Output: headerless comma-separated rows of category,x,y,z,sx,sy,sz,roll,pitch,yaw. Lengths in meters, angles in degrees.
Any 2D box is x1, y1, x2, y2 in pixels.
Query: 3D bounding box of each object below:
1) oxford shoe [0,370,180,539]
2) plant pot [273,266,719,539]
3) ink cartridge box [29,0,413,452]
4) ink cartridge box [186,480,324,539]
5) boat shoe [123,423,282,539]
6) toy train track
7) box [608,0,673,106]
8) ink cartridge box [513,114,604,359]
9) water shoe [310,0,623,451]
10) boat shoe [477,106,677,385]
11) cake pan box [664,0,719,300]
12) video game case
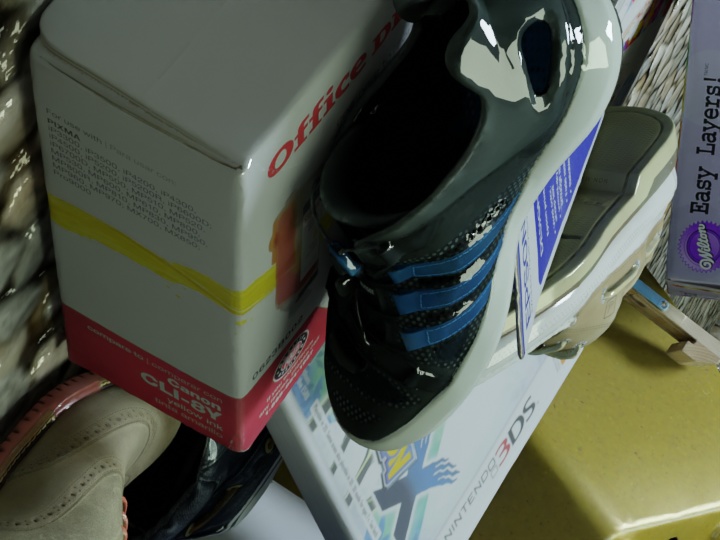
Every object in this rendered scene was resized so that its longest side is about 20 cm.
oxford shoe,-0.112,0.101,0.788,0.200,0.075,0.071,-44,159,-51
plant pot,0.093,0.111,1.160,0.195,0.200,0.194,-7,132,-40
ink cartridge box,-0.036,-0.049,0.741,0.145,0.083,0.200,-54,165,-26
ink cartridge box,-0.098,0.204,1.041,0.200,0.084,0.145,-63,165,13
boat shoe,-0.046,0.034,0.906,0.201,0.071,0.091,-64,165,13
toy train track,0.103,-0.006,1.112,0.033,0.200,0.115,-55,-173,-13
box,0.134,-0.158,1.056,0.200,0.041,0.156,-64,167,19
ink cartridge box,0.056,-0.102,0.822,0.200,0.047,0.198,-62,151,-55
water shoe,0.012,-0.020,0.696,0.079,0.072,0.200,-9,135,-37
boat shoe,0.079,0.004,0.903,0.200,0.075,0.069,-39,132,-41
cake pan box,0.196,-0.077,1.144,0.200,0.052,0.185,8,90,-81
video game case,0.029,0.034,0.926,0.182,0.022,0.200,-56,142,-29
